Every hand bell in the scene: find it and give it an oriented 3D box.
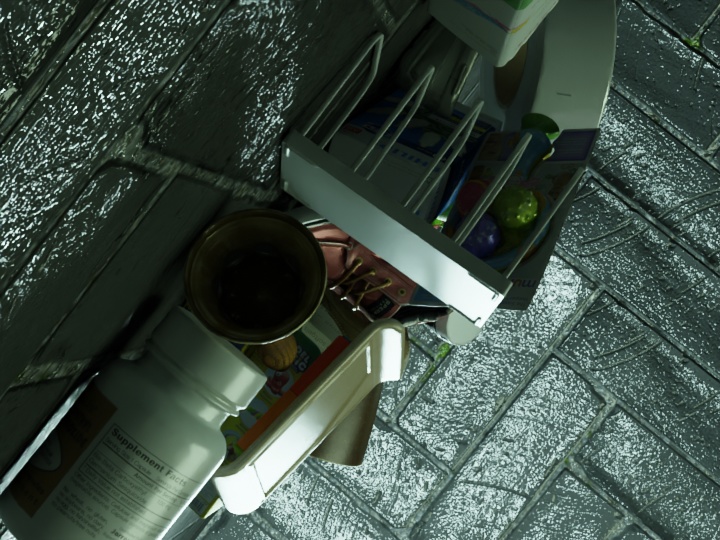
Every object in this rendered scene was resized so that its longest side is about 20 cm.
[{"bbox_3d":[-0.069,0.038,1.304,0.104,0.104,0.200,-50,164,-14],"label":"hand bell"}]

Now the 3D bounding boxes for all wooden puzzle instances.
[{"bbox_3d":[-0.047,0.123,1.446,0.200,0.037,0.185,-40,166,-11],"label":"wooden puzzle"}]

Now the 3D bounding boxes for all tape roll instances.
[{"bbox_3d":[0.173,-0.201,1.595,0.202,0.071,0.203,-174,-90,-77],"label":"tape roll"}]

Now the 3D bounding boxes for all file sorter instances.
[{"bbox_3d":[0.053,-0.072,1.316,0.125,0.200,0.139,-54,176,-12],"label":"file sorter"}]

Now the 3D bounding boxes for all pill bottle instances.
[{"bbox_3d":[-0.165,0.130,1.251,0.200,0.114,0.114,-51,175,-1],"label":"pill bottle"}]

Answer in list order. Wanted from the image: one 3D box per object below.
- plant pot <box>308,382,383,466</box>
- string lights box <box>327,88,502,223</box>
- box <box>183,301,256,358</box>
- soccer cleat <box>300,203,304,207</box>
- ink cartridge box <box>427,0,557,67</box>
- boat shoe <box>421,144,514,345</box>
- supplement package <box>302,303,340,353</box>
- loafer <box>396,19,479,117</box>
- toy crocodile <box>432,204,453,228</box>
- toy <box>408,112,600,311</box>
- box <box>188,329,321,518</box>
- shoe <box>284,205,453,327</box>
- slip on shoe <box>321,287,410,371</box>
[{"bbox_3d":[-0.043,0.085,1.856,0.187,0.187,0.200,-15,129,-82],"label":"plant pot"},{"bbox_3d":[0.048,-0.104,1.518,0.200,0.103,0.059,-43,154,-63],"label":"string lights box"},{"bbox_3d":[-0.135,0.074,1.421,0.200,0.064,0.070,-53,175,23],"label":"box"},{"bbox_3d":[-0.001,-0.053,1.628,0.068,0.081,0.200,-54,175,32],"label":"soccer cleat"},{"bbox_3d":[0.130,-0.257,1.296,0.145,0.087,0.200,-50,173,-8],"label":"ink cartridge box"},{"bbox_3d":[0.106,-0.033,1.551,0.072,0.068,0.200,8,108,-46],"label":"boat shoe"},{"bbox_3d":[-0.095,0.101,1.690,0.200,0.117,0.117,-54,175,22],"label":"supplement package"},{"bbox_3d":[0.113,-0.222,1.495,0.200,0.070,0.070,-51,175,-5],"label":"loafer"},{"bbox_3d":[0.063,-0.065,1.622,0.200,0.067,0.062,-32,133,-76],"label":"toy crocodile"},{"bbox_3d":[0.117,-0.058,1.433,0.047,0.115,0.200,58,47,-38],"label":"toy"},{"bbox_3d":[-0.120,0.106,1.486,0.200,0.117,0.048,-53,169,25],"label":"box"},{"bbox_3d":[0.000,0.000,1.467,0.200,0.091,0.071,2,146,-42],"label":"shoe"},{"bbox_3d":[-0.009,0.015,1.611,0.076,0.200,0.061,-14,137,-12],"label":"slip on shoe"}]
